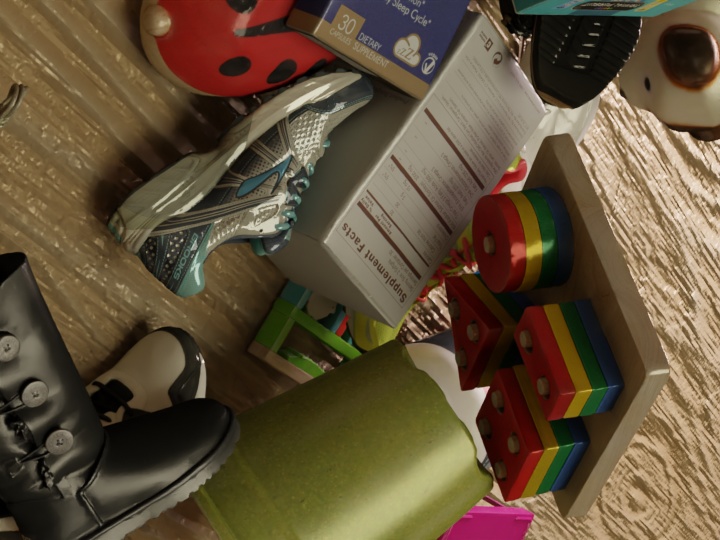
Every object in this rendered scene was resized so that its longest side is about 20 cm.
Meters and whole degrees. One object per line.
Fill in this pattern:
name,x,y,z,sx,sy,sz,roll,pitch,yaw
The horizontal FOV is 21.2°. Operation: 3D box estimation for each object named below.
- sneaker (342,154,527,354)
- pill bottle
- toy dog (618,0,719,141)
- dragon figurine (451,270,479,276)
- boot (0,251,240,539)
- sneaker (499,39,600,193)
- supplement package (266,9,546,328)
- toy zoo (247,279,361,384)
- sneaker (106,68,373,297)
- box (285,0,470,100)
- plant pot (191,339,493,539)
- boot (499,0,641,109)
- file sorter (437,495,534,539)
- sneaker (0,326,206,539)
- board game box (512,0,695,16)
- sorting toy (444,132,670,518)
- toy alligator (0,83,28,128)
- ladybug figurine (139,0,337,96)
sneaker,0.057,-0.020,1.445,0.200,0.090,0.078,-64,161,1
pill bottle,0.069,0.111,1.553,0.200,0.120,0.120,-18,126,-55
toy dog,0.278,-0.200,1.560,0.140,0.194,0.200,74,33,-56
dragon figurine,0.131,0.010,1.578,0.200,0.059,0.099,-23,165,-41
boot,-0.180,0.070,1.206,0.165,0.066,0.200,-39,118,-23
sneaker,0.127,-0.108,1.528,0.116,0.074,0.200,-14,125,-63
supplement package,0.016,-0.083,1.361,0.200,0.117,0.117,-54,137,-13
toy zoo,0.000,0.000,1.492,0.200,0.020,0.131,-59,146,-6
sneaker,-0.066,-0.057,1.275,0.200,0.086,0.078,-36,-179,-10
box,0.040,-0.223,1.246,0.121,0.032,0.200,25,90,-48
plant pot,-0.014,0.152,1.371,0.184,0.200,0.200,-33,140,-7
boot,0.140,-0.180,1.412,0.077,0.138,0.200,31,57,-16
file sorter,0.026,0.264,1.612,0.139,0.125,0.200,13,102,-56
sneaker,-0.179,0.115,1.286,0.200,0.074,0.080,-53,143,-16
board game box,0.148,-0.247,1.280,0.200,0.047,0.151,-9,83,-56
sorting toy,0.120,0.044,1.339,0.070,0.199,0.200,-8,147,-18
toy alligator,-0.263,-0.034,1.096,0.054,0.059,0.200,32,85,-15
ladybug figurine,-0.058,-0.174,1.252,0.200,0.072,0.136,-25,131,-42
